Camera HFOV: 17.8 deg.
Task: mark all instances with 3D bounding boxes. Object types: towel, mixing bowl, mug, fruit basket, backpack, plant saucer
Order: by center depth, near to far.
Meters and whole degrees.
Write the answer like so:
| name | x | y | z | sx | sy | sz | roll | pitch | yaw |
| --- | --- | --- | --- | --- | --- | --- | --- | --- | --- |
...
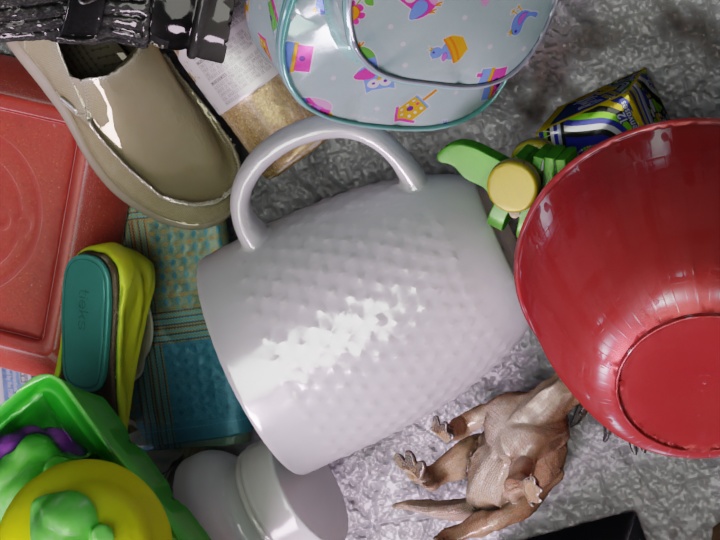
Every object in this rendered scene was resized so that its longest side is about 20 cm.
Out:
| name | x | y | z | sx | sy | sz | roll | pitch | yaw |
| --- | --- | --- | --- | --- | --- | --- | --- | --- | --- |
| mixing bowl | 0.183 | 0.029 | 1.259 | 0.199 | 0.109 | 0.201 | 2 | 127 | 2 |
| backpack | 0.027 | -0.176 | 1.314 | 0.175 | 0.153 | 0.201 | 2 | 123 | -28 |
| fruit basket | -0.163 | 0.168 | 1.320 | 0.155 | 0.216 | 0.216 | -39 | 94 | 16 |
| mug | 0.000 | 0.000 | 1.384 | 0.175 | 0.148 | 0.200 | -25 | 110 | 10 |
| plant saucer | -0.250 | -0.039 | 1.478 | 0.199 | 0.037 | 0.201 | 13 | 100 | 13 |
| towel | -0.148 | 0.019 | 1.486 | 0.146 | 0.022 | 0.201 | -5 | 95 | 15 |

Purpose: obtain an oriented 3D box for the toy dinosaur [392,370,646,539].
| name | x | y | z | sx | sy | sz | roll | pitch | yaw |
| --- | --- | --- | --- | --- | --- | --- | --- | --- | --- |
| toy dinosaur | 0.105 | 0.114 | 1.436 | 0.086 | 0.135 | 0.200 | 55 | 138 | 16 |

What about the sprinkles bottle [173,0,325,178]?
| name | x | y | z | sx | sy | sz | roll | pitch | yaw |
| --- | --- | --- | --- | --- | --- | --- | --- | --- | --- |
| sprinkles bottle | -0.089 | -0.154 | 1.406 | 0.068 | 0.068 | 0.200 | -34 | 96 | 21 |

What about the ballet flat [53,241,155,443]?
| name | x | y | z | sx | sy | sz | roll | pitch | yaw |
| --- | --- | --- | --- | --- | --- | --- | --- | --- | --- |
| ballet flat | -0.164 | 0.081 | 1.451 | 0.067 | 0.067 | 0.201 | 15 | 100 | 29 |

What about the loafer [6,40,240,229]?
| name | x | y | z | sx | sy | sz | roll | pitch | yaw |
| --- | --- | --- | --- | --- | --- | --- | --- | --- | --- |
| loafer | -0.146 | -0.108 | 1.406 | 0.200 | 0.076 | 0.068 | 46 | 156 | -3 |

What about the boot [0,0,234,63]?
| name | x | y | z | sx | sy | sz | roll | pitch | yaw |
| --- | --- | --- | --- | --- | --- | --- | --- | --- | --- |
| boot | -0.141 | -0.226 | 1.323 | 0.157 | 0.079 | 0.212 | 9 | 92 | -6 |

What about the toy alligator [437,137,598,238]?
| name | x | y | z | sx | sy | sz | roll | pitch | yaw |
| --- | --- | --- | --- | --- | --- | --- | --- | --- | --- |
| toy alligator | 0.140 | -0.038 | 1.311 | 0.199 | 0.059 | 0.054 | 7 | 110 | 17 |

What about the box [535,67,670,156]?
| name | x | y | z | sx | sy | sz | roll | pitch | yaw |
| --- | --- | --- | --- | --- | --- | --- | --- | --- | --- |
| box | 0.180 | -0.013 | 1.379 | 0.064 | 0.070 | 0.200 | -24 | 99 | 22 |

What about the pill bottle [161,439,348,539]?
| name | x | y | z | sx | sy | sz | roll | pitch | yaw |
| --- | --- | --- | --- | --- | --- | --- | --- | --- | --- |
| pill bottle | -0.109 | 0.183 | 1.470 | 0.200 | 0.111 | 0.111 | -32 | 97 | 21 |

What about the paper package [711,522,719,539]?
| name | x | y | z | sx | sy | sz | roll | pitch | yaw |
| --- | --- | --- | --- | --- | --- | --- | --- | --- | --- |
| paper package | 0.291 | 0.230 | 1.356 | 0.103 | 0.200 | 0.191 | -36 | 96 | 22 |

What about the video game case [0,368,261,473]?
| name | x | y | z | sx | sy | sz | roll | pitch | yaw |
| --- | --- | --- | --- | --- | --- | --- | --- | --- | --- |
| video game case | -0.151 | 0.146 | 1.541 | 0.182 | 0.022 | 0.201 | 2 | 107 | 14 |

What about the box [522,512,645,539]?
| name | x | y | z | sx | sy | sz | roll | pitch | yaw |
| --- | --- | --- | --- | --- | --- | --- | --- | --- | --- |
| box | 0.146 | 0.278 | 1.437 | 0.107 | 0.148 | 0.201 | -18 | 101 | 19 |
